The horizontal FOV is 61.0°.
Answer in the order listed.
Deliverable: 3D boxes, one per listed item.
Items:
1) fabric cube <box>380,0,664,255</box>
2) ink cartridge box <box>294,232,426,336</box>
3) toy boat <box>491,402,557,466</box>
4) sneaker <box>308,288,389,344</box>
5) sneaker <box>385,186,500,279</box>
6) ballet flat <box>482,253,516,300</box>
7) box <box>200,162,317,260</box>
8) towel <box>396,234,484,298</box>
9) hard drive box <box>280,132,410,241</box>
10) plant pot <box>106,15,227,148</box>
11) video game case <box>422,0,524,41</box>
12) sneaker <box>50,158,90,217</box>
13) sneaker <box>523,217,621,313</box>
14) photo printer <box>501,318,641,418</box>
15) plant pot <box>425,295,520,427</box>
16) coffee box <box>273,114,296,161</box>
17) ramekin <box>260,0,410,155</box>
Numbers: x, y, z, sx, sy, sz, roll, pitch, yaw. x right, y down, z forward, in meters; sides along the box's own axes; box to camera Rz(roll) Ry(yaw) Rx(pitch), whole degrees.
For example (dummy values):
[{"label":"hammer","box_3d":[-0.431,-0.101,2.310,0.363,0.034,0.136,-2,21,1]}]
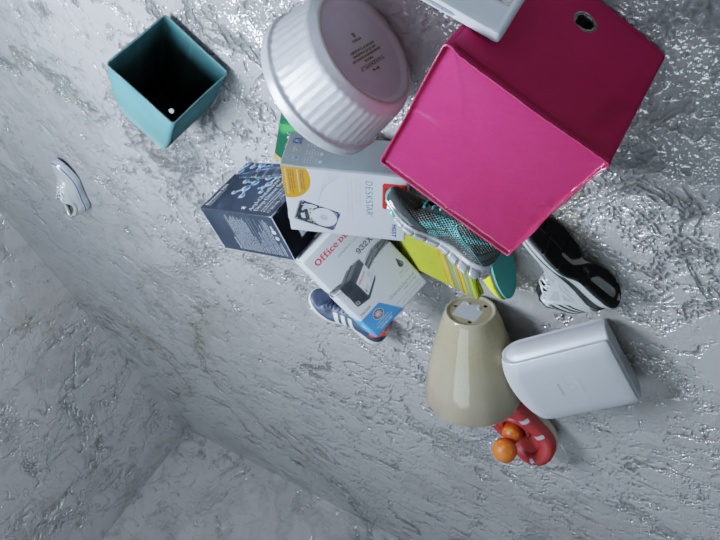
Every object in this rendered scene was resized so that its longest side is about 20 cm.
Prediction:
[{"label":"fabric cube","box_3d":[0.175,-0.181,0.686,0.196,0.200,0.200,37,149,1]},{"label":"ink cartridge box","box_3d":[0.000,0.000,1.136,0.200,0.145,0.084,45,173,-15]},{"label":"toy boat","box_3d":[0.327,0.355,1.315,0.200,0.131,0.130,45,149,-13]},{"label":"sneaker","box_3d":[-0.021,0.089,1.369,0.199,0.075,0.085,27,151,-4]},{"label":"sneaker","box_3d":[0.131,-0.076,0.906,0.199,0.078,0.091,33,123,-5]},{"label":"ballet flat","box_3d":[0.200,-0.042,0.982,0.067,0.067,0.201,13,135,45]},{"label":"box","box_3d":[-0.175,-0.118,1.169,0.199,0.149,0.107,9,139,37]},{"label":"towel","box_3d":[0.132,-0.019,1.068,0.200,0.018,0.086,29,149,50]},{"label":"hard drive box","box_3d":[-0.019,-0.135,0.996,0.198,0.077,0.156,6,144,7]},{"label":"plant pot","box_3d":[-0.354,-0.315,1.101,0.141,0.142,0.200,42,156,-9]},{"label":"video game case","box_3d":[0.103,-0.344,0.564,0.181,0.201,0.024,32,-177,7]},{"label":"sneaker","box_3d":[-0.848,-0.231,1.766,0.073,0.071,0.201,23,147,21]},{"label":"sneaker","box_3d":[0.289,0.004,0.938,0.200,0.076,0.115,40,147,-11]},{"label":"photo printer","box_3d":[0.353,0.176,1.051,0.199,0.070,0.167,-20,120,30]},{"label":"plant pot","box_3d":[0.208,0.155,1.146,0.186,0.187,0.201,15,130,32]},{"label":"coffee box","box_3d":[-0.077,-0.229,1.022,0.123,0.044,0.200,34,149,3]},{"label":"ramekin","box_3d":[-0.022,-0.262,0.790,0.094,0.203,0.202,-26,114,43]}]
